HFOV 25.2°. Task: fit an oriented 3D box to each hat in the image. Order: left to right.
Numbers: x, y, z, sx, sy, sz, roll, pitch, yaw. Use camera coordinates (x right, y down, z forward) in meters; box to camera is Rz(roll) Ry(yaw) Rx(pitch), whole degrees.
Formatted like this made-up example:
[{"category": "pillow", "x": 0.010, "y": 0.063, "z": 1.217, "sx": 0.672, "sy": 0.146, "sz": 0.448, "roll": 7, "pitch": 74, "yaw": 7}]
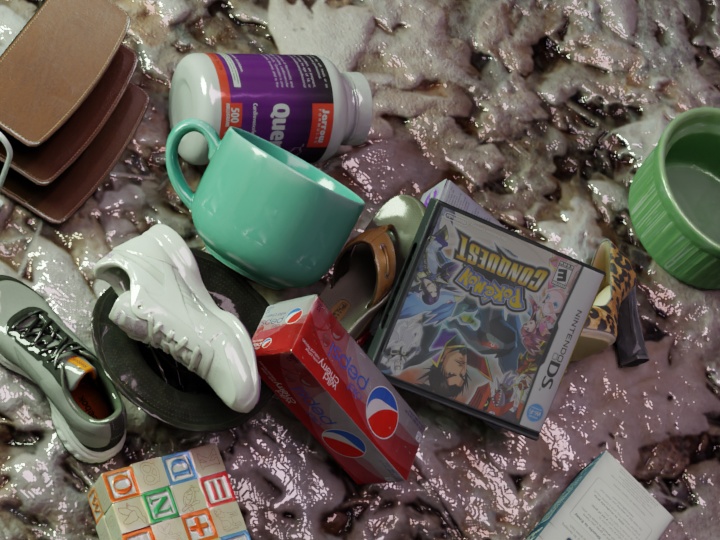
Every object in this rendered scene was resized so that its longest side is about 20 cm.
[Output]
[{"category": "hat", "x": -0.167, "y": 0.081, "z": 1.506, "sx": 0.199, "sy": 0.081, "sz": 0.202, "roll": 16, "pitch": 49, "yaw": -19}]

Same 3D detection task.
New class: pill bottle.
[{"category": "pill bottle", "x": -0.091, "y": -0.167, "z": 1.664, "sx": 0.198, "sy": 0.113, "sz": 0.114, "roll": -3, "pitch": 64, "yaw": -26}]

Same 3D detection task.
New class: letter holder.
[{"category": "letter holder", "x": -0.288, "y": -0.165, "z": 1.578, "sx": 0.141, "sy": 0.101, "sz": 0.201, "roll": 33, "pitch": 53, "yaw": -6}]

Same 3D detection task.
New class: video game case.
[{"category": "video game case", "x": 0.122, "y": 0.050, "z": 1.574, "sx": 0.198, "sy": 0.025, "sz": 0.182, "roll": 22, "pitch": 93, "yaw": -20}]

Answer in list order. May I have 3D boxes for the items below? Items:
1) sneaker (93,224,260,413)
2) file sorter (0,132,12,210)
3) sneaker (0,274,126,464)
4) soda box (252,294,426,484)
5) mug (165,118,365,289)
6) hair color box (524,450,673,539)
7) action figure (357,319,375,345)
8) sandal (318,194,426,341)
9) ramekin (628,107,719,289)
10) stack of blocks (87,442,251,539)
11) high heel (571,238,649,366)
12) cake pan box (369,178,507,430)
[{"category": "sneaker", "x": -0.164, "y": 0.054, "z": 1.432, "sx": 0.099, "sy": 0.075, "sz": 0.200, "roll": -23, "pitch": 63, "yaw": -32}, {"category": "file sorter", "x": -0.426, "y": -0.067, "z": 1.446, "sx": 0.138, "sy": 0.125, "sz": 0.200, "roll": 39, "pitch": 54, "yaw": -1}, {"category": "sneaker", "x": -0.275, "y": 0.078, "z": 1.463, "sx": 0.074, "sy": 0.079, "sz": 0.200, "roll": -35, "pitch": 79, "yaw": -33}, {"category": "soda box", "x": -0.021, "y": 0.116, "z": 1.512, "sx": 0.200, "sy": 0.063, "sz": 0.070, "roll": 51, "pitch": 47, "yaw": -31}, {"category": "mug", "x": -0.099, "y": -0.060, "z": 1.566, "sx": 0.184, "sy": 0.115, "sz": 0.152, "roll": 33, "pitch": 8, "yaw": 30}, {"category": "hair color box", "x": 0.214, "y": 0.283, "z": 1.584, "sx": 0.100, "sy": 0.061, "sz": 0.200, "roll": 44, "pitch": 54, "yaw": 4}, {"category": "action figure", "x": -0.006, "y": 0.037, "z": 1.631, "sx": 0.066, "sy": 0.052, "sz": 0.200, "roll": 47, "pitch": 56, "yaw": 0}, {"category": "sandal", "x": 0.000, "y": 0.000, "z": 1.575, "sx": 0.081, "sy": 0.055, "sz": 0.200, "roll": 29, "pitch": 68, "yaw": 35}, {"category": "ramekin", "x": 0.405, "y": -0.077, "z": 1.852, "sx": 0.198, "sy": 0.098, "sz": 0.202, "roll": 11, "pitch": 58, "yaw": -19}, {"category": "stack of blocks", "x": -0.153, "y": 0.267, "z": 1.425, "sx": 0.114, "sy": 0.059, "sz": 0.202, "roll": -12, "pitch": 69, "yaw": -30}, {"category": "high heel", "x": 0.236, "y": 0.021, "z": 1.709, "sx": 0.199, "sy": 0.071, "sz": 0.144, "roll": 16, "pitch": 57, "yaw": -51}, {"category": "cake pan box", "x": 0.116, "y": 0.032, "z": 1.660, "sx": 0.184, "sy": 0.052, "sz": 0.201, "roll": 38, "pitch": 53, "yaw": -23}]
